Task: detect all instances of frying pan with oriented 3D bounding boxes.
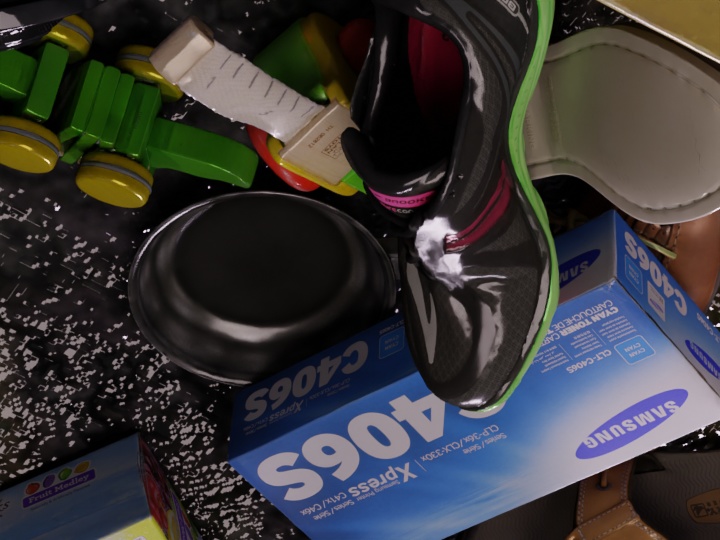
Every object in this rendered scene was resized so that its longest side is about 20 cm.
[{"bbox_3d":[-0.010,-0.010,0.951,0.189,0.031,0.115,-26,129,21],"label":"frying pan"}]

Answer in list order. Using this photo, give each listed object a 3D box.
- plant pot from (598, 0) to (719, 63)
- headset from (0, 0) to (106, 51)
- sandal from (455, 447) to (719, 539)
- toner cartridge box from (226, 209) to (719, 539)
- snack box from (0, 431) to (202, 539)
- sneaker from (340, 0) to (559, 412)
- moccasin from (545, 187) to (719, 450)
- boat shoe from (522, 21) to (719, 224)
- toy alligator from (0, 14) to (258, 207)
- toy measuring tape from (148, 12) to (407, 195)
[{"bbox_3d":[0.159,-0.180,0.798,0.194,0.194,0.201,23,106,-25],"label":"plant pot"},{"bbox_3d":[-0.151,-0.124,0.807,0.200,0.094,0.124,-41,107,0],"label":"headset"},{"bbox_3d":[0.130,0.118,1.038,0.199,0.082,0.055,-8,154,-24],"label":"sandal"},{"bbox_3d":[0.049,0.057,0.964,0.199,0.043,0.095,-27,127,27],"label":"toner cartridge box"},{"bbox_3d":[-0.136,0.193,1.063,0.168,0.068,0.201,-22,125,3],"label":"snack box"},{"bbox_3d":[0.026,-0.035,0.853,0.084,0.076,0.201,-29,125,-39],"label":"sneaker"},{"bbox_3d":[0.109,-0.003,0.982,0.077,0.074,0.202,-6,135,-18],"label":"moccasin"},{"bbox_3d":[0.105,-0.060,0.856,0.059,0.200,0.072,-13,99,-24],"label":"boat shoe"},{"bbox_3d":[-0.137,-0.071,0.891,0.199,0.060,0.054,21,162,-17],"label":"toy alligator"},{"bbox_3d":[-0.030,-0.075,0.875,0.073,0.074,0.200,-39,152,16],"label":"toy measuring tape"}]
